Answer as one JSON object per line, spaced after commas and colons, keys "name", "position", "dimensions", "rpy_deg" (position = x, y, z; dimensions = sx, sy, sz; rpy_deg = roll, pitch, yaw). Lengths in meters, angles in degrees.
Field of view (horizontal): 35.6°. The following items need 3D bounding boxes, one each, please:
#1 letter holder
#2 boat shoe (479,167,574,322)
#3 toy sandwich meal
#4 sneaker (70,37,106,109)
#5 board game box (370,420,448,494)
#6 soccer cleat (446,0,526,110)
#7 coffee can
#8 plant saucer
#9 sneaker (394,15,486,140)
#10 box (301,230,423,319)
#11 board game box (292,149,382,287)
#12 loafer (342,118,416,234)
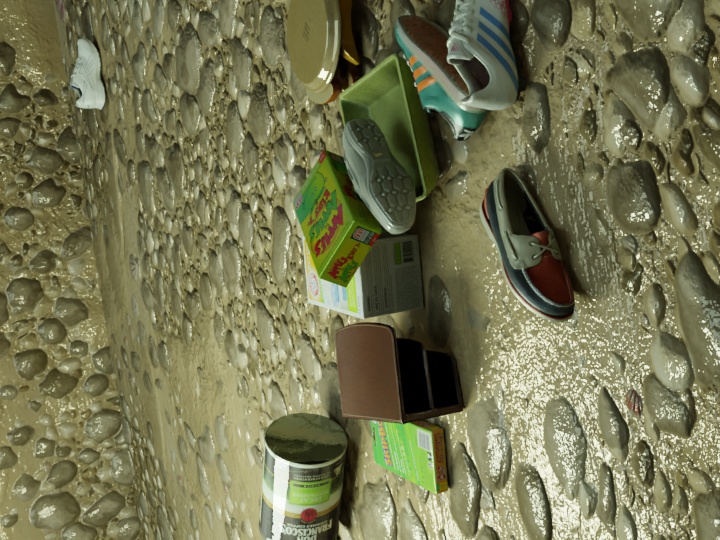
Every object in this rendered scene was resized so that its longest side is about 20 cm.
{"name": "letter holder", "position": [0.049, 0.141, 1.639], "dimensions": [0.200, 0.100, 0.143], "rpy_deg": [-10, 88, 64]}
{"name": "boat shoe", "position": [0.199, -0.030, 1.312], "dimensions": [0.201, 0.071, 0.063], "rpy_deg": [67, 149, 34]}
{"name": "toy sandwich meal", "position": [-0.050, -0.358, 1.712], "dimensions": [0.205, 0.070, 0.207], "rpy_deg": [175, 90, -65]}
{"name": "sneaker", "position": [-0.746, -0.534, 3.042], "dimensions": [0.074, 0.087, 0.201], "rpy_deg": [155, 105, -65]}
{"name": "board game box", "position": [0.070, 0.270, 1.720], "dimensions": [0.200, 0.030, 0.096], "rpy_deg": [9, 106, 60]}
{"name": "soccer cleat", "position": [0.136, -0.287, 1.325], "dimensions": [0.070, 0.086, 0.201], "rpy_deg": [-28, 73, 63]}
{"name": "coffee can", "position": [-0.102, 0.374, 1.972], "dimensions": [0.146, 0.145, 0.201], "rpy_deg": [45, 137, 50]}
{"name": "plant saucer", "position": [0.047, -0.183, 1.588], "dimensions": [0.199, 0.048, 0.201], "rpy_deg": [-21, 80, 64]}
{"name": "sneaker", "position": [0.094, -0.248, 1.442], "dimensions": [0.200, 0.071, 0.080], "rpy_deg": [59, 143, 35]}
{"name": "box", "position": [0.000, 0.000, 1.684], "dimensions": [0.200, 0.101, 0.113], "rpy_deg": [13, 110, 62]}
{"name": "board game box", "position": [-0.037, -0.078, 1.604], "dimensions": [0.102, 0.047, 0.200], "rpy_deg": [-57, 30, 23]}
{"name": "loafer", "position": [0.024, -0.122, 1.531], "dimensions": [0.070, 0.069, 0.201], "rpy_deg": [104, 154, -48]}
